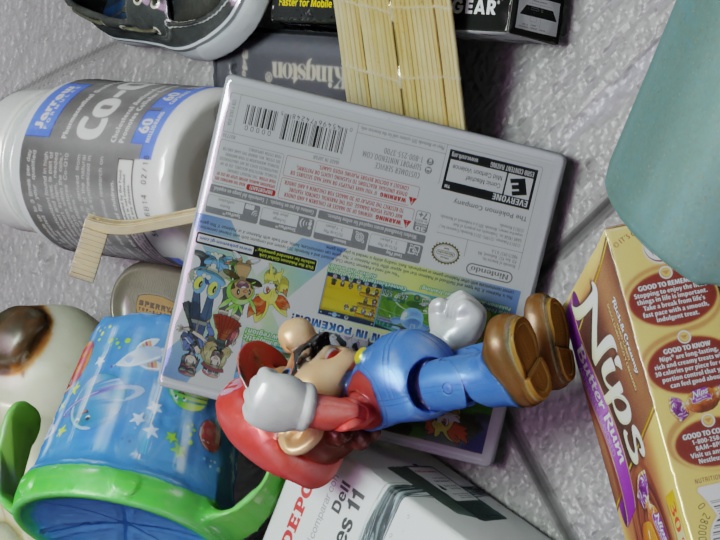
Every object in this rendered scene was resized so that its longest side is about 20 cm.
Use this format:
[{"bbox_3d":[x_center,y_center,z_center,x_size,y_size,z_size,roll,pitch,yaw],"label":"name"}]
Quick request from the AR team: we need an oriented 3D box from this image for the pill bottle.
[{"bbox_3d":[-0.150,-0.065,1.508,0.199,0.113,0.115,7,90,43],"label":"pill bottle"}]

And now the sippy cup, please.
[{"bbox_3d":[-0.128,0.101,1.411,0.140,0.177,0.131,114,170,-65],"label":"sippy cup"}]

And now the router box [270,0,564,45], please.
[{"bbox_3d":[0.038,-0.213,1.389,0.199,0.051,0.150,8,91,45],"label":"router box"}]

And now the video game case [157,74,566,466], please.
[{"bbox_3d":[0.000,0.000,1.340,0.199,0.022,0.184,14,96,2],"label":"video game case"}]

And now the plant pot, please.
[{"bbox_3d":[0.222,-0.092,1.122,0.200,0.199,0.197,48,125,35],"label":"plant pot"}]

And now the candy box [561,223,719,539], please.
[{"bbox_3d":[0.162,0.085,1.198,0.117,0.056,0.201,107,150,-69],"label":"candy box"}]

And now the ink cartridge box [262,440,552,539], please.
[{"bbox_3d":[0.031,0.195,1.327,0.200,0.083,0.147,32,106,42],"label":"ink cartridge box"}]

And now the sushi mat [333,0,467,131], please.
[{"bbox_3d":[0.023,-0.115,1.362,0.095,0.012,0.201,12,120,40],"label":"sushi mat"}]

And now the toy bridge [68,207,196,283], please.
[{"bbox_3d":[-0.070,0.001,1.401,0.199,0.027,0.068,18,101,-3],"label":"toy bridge"}]

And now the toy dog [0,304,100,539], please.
[{"bbox_3d":[-0.208,0.120,1.526,0.193,0.139,0.201,-22,67,43],"label":"toy dog"}]

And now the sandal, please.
[{"bbox_3d":[-0.099,0.027,1.489,0.199,0.054,0.082,12,94,43],"label":"sandal"}]

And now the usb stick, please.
[{"bbox_3d":[-0.017,-0.119,1.441,0.199,0.032,0.056,9,110,44],"label":"usb stick"}]

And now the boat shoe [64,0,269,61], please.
[{"bbox_3d":[-0.128,-0.175,1.511,0.200,0.056,0.069,5,76,56],"label":"boat shoe"}]

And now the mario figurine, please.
[{"bbox_3d":[0.007,0.047,1.270,0.199,0.123,0.107,-15,59,25],"label":"mario figurine"}]
